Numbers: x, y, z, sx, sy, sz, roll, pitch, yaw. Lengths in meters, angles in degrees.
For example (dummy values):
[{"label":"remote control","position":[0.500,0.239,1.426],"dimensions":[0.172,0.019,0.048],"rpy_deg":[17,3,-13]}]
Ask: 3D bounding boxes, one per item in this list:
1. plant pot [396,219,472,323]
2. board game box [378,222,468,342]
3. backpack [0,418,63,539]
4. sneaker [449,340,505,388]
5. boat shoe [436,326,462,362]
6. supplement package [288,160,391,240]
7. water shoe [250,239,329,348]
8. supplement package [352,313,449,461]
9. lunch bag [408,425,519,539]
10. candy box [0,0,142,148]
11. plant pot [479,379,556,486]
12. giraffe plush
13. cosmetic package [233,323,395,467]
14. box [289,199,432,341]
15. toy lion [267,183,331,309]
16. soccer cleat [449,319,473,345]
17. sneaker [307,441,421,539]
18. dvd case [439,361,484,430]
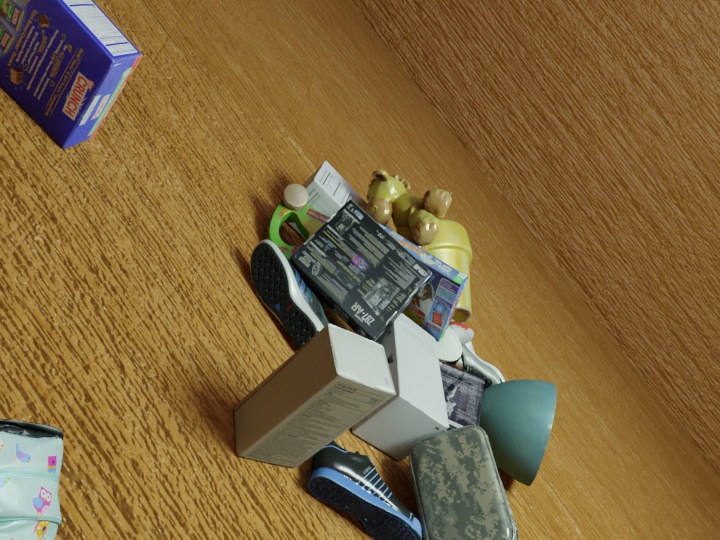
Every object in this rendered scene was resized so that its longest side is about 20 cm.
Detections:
[{"label":"plant pot","position":[0.162,0.022,1.323],"dimensions":[0.198,0.198,0.194],"rpy_deg":[19,52,-46]},{"label":"board game box","position":[0.088,0.021,1.098],"dimensions":[0.197,0.138,0.034],"rpy_deg":[33,39,20]},{"label":"backpack","position":[-0.315,0.165,0.419],"dimensions":[0.198,0.164,0.130],"rpy_deg":[22,56,-49]},{"label":"sneaker","position":[0.246,0.222,1.334],"dimensions":[0.201,0.074,0.079],"rpy_deg":[48,35,8]},{"label":"boat shoe","position":[0.105,0.121,1.155],"dimensions":[0.196,0.062,0.074],"rpy_deg":[26,65,17]},{"label":"supplement package","position":[-0.046,-0.099,1.215],"dimensions":[0.200,0.113,0.110],"rpy_deg":[45,27,-14]},{"label":"water shoe","position":[-0.114,0.044,0.985],"dimensions":[0.203,0.071,0.079],"rpy_deg":[61,18,6]},{"label":"supplement package","position":[0.061,0.189,1.013],"dimensions":[0.116,0.116,0.203],"rpy_deg":[36,28,-25]},{"label":"lunch bag","position":[0.159,0.370,0.912],"dimensions":[0.170,0.136,0.203],"rpy_deg":[67,7,-45]},{"label":"candy box","position":[-0.420,-0.302,0.811],"dimensions":[0.201,0.168,0.077],"rpy_deg":[47,30,-7]},{"label":"plant pot","position":[0.299,0.305,1.200],"dimensions":[0.131,0.205,0.200],"rpy_deg":[17,24,11]},{"label":"giraffe plush","position":[0.078,-0.121,1.167],"dimensions":[0.159,0.174,0.202],"rpy_deg":[27,45,1]},{"label":"cosmetic package","position":[-0.062,0.163,0.750],"dimensions":[0.102,0.199,0.074],"rpy_deg":[26,34,-38]},{"label":"box","position":[0.000,0.000,1.021],"dimensions":[0.199,0.044,0.160],"rpy_deg":[41,68,11]},{"label":"toy lion","position":[-0.081,-0.033,1.080],"dimensions":[0.196,0.069,0.195],"rpy_deg":[25,60,-3]},{"label":"soccer cleat","position":[0.165,0.152,1.243],"dimensions":[0.195,0.070,0.086],"rpy_deg":[5,36,-33]},{"label":"sneaker","position":[0.013,0.307,0.836],"dimensions":[0.199,0.070,0.079],"rpy_deg":[41,32,-19]},{"label":"dvd case","position":[0.163,0.239,1.152],"dimensions":[0.145,0.016,0.200],"rpy_deg":[22,26,7]}]
